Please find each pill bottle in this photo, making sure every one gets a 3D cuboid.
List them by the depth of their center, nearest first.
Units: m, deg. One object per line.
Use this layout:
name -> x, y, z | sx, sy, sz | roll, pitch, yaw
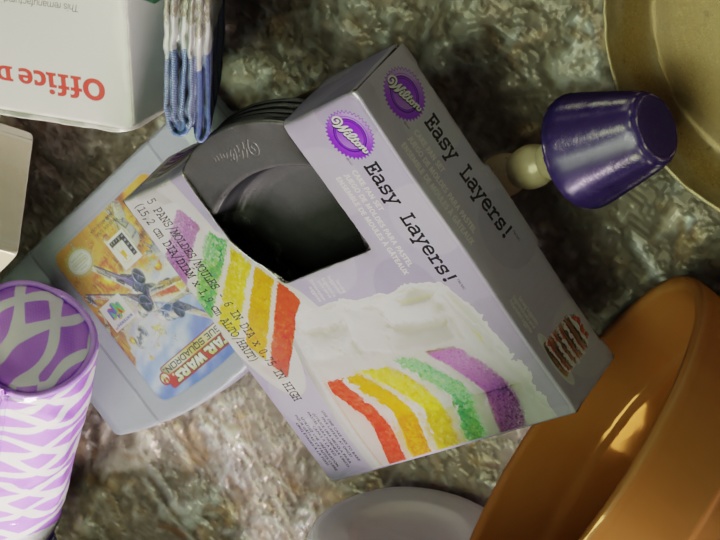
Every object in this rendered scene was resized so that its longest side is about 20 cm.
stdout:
pill bottle -> 0.024, 0.230, 1.133 | 0.112, 0.112, 0.201 | 13, 117, 25

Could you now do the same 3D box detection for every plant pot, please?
plant pot -> 0.207, -0.111, 0.935 | 0.199, 0.027, 0.201 | 12, 115, 26
plant pot -> 0.155, 0.123, 0.976 | 0.140, 0.200, 0.200 | 34, 125, -6

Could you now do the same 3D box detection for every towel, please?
towel -> -0.080, -0.177, 1.003 | 0.024, 0.147, 0.201 | 1, 112, 0

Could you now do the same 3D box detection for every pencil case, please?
pencil case -> -0.204, 0.092, 1.195 | 0.084, 0.085, 0.200 | 36, 140, 14

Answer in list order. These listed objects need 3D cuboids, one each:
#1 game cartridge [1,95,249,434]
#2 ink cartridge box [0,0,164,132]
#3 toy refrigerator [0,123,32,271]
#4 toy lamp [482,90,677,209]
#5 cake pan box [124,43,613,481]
game cartridge -> -0.106, 0.006, 1.161 | 0.200, 0.041, 0.133 | -39, 84, 36
ink cartridge box -> -0.162, -0.186, 1.080 | 0.145, 0.084, 0.201 | 11, 116, 26
toy refrigerator -> -0.252, -0.012, 1.171 | 0.070, 0.076, 0.200 | 16, 150, -25
toy lamp -> 0.066, -0.044, 1.011 | 0.200, 0.058, 0.058 | -19, 100, 43
cake pan box -> 0.000, 0.000, 1.021 | 0.184, 0.052, 0.200 | -20, 111, 43
